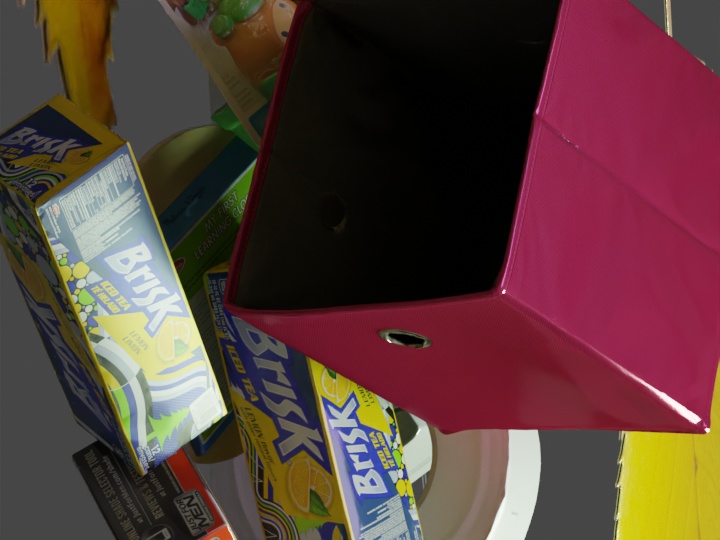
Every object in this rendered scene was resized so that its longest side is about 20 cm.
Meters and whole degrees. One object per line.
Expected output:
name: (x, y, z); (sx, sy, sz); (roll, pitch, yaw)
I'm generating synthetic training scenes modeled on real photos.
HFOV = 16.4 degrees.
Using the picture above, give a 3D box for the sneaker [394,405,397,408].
sneaker: (0.064, 0.074, 1.920); (0.200, 0.077, 0.089); (-25, 103, -73)

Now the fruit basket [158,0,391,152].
fruit basket: (-0.051, -0.166, 1.475); (0.200, 0.094, 0.185); (60, 35, -11)

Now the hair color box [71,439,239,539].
hair color box: (-0.091, 0.179, 1.440); (0.102, 0.061, 0.200); (55, -7, 40)

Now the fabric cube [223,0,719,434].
fabric cube: (0.076, -0.033, 1.362); (0.199, 0.196, 0.200); (33, 63, -43)

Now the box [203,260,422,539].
box: (-0.026, 0.086, 1.449); (0.064, 0.070, 0.201); (-25, 106, -50)

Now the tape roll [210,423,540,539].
tape roll: (0.010, 0.120, 1.569); (0.071, 0.202, 0.203); (26, 68, -68)

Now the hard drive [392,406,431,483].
hard drive: (0.019, 0.130, 1.716); (0.026, 0.132, 0.200); (55, 18, 11)

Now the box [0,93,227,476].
box: (-0.137, 0.010, 1.322); (0.064, 0.070, 0.200); (-36, 134, -22)

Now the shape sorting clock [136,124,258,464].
shape sorting clock: (-0.089, 0.014, 1.478); (0.200, 0.039, 0.201); (-13, 106, -53)

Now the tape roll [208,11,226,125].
tape roll: (-0.043, -0.130, 1.635); (0.203, 0.037, 0.203); (2, 90, -69)
